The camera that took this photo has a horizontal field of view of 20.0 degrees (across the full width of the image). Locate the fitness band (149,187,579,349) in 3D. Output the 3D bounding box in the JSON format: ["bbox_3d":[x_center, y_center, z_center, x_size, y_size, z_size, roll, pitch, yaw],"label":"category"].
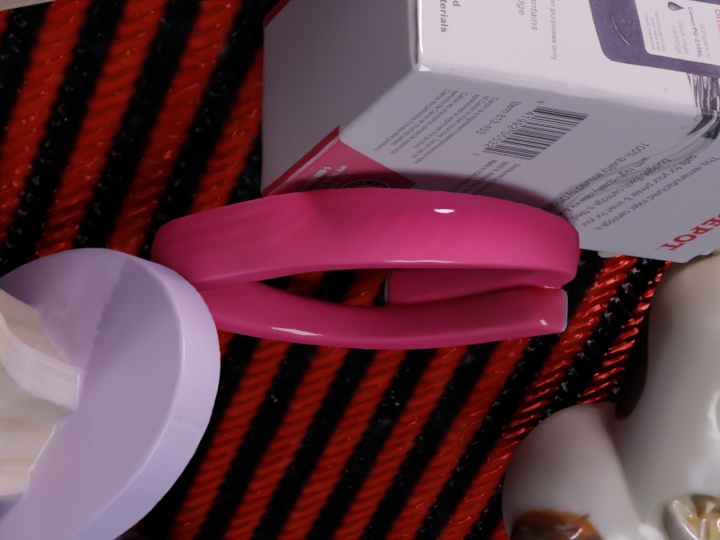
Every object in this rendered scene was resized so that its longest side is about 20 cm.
[{"bbox_3d":[0.000,0.000,0.835,0.143,0.038,0.200,14,164,-35],"label":"fitness band"}]

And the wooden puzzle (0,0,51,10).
[{"bbox_3d":[-0.124,-0.171,0.660,0.185,0.037,0.200,-6,141,31],"label":"wooden puzzle"}]

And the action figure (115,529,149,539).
[{"bbox_3d":[-0.156,0.220,1.013,0.200,0.134,0.149,-30,113,35],"label":"action figure"}]

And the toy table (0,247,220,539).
[{"bbox_3d":[-0.165,0.045,0.810,0.117,0.184,0.200,18,143,-40],"label":"toy table"}]

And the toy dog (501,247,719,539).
[{"bbox_3d":[0.154,0.083,0.960,0.194,0.140,0.200,33,118,-23],"label":"toy dog"}]

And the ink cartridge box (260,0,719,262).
[{"bbox_3d":[0.079,-0.072,0.783,0.199,0.085,0.145,8,160,-23],"label":"ink cartridge box"}]
